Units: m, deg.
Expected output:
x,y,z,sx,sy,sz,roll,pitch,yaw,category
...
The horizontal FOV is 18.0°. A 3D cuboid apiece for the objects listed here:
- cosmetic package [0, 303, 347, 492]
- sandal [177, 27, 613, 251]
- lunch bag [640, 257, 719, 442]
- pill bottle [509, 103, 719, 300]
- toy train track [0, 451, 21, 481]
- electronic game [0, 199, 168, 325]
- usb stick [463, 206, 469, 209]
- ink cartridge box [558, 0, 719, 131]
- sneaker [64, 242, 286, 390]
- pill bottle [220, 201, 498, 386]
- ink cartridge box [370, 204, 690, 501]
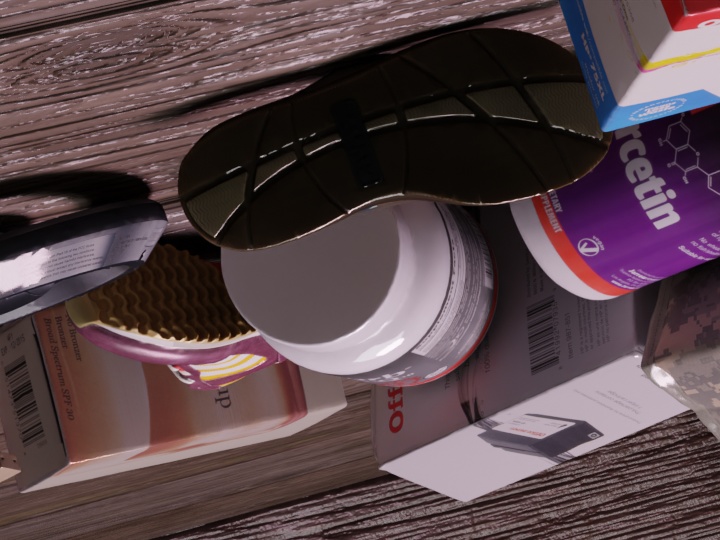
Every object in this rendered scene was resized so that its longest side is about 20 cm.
x,y,z,sx,sy,sz,roll,pitch,yaw,category
-0.121,0.065,1.417,0.199,0.104,0.087,-11,170,-34,cosmetic package
0.015,-0.058,1.042,0.199,0.082,0.055,-18,-173,2,sandal
0.254,-0.016,1.220,0.164,0.201,0.117,-21,130,40,lunch bag
0.177,-0.066,1.147,0.199,0.113,0.112,-24,168,35,pill bottle
-0.286,0.143,1.303,0.199,0.033,0.115,-27,161,14,toy train track
-0.191,0.005,1.141,0.199,0.042,0.200,-19,178,-1,electronic game
0.066,-0.030,1.400,0.199,0.033,0.055,-23,158,34,usb stick
0.159,-0.126,0.914,0.115,0.068,0.200,-15,170,-8,ink cartridge box
-0.099,0.036,1.309,0.199,0.075,0.090,-1,144,-46,sneaker
0.000,0.000,1.212,0.115,0.117,0.200,-18,170,13,pill bottle
0.104,0.031,1.323,0.083,0.146,0.199,26,140,-38,ink cartridge box
